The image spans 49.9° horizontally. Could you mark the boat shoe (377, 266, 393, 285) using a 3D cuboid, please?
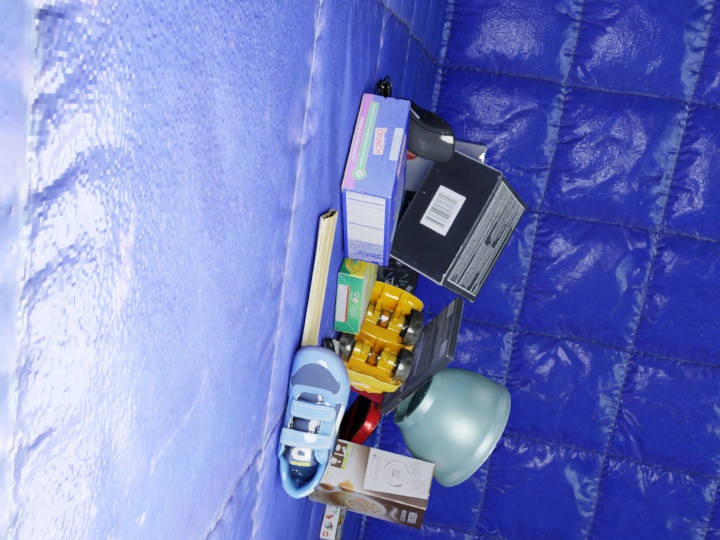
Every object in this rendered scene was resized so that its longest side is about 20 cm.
[{"bbox_3d":[0.037,0.053,1.667,0.075,0.061,0.201,85,16,-63],"label":"boat shoe"}]

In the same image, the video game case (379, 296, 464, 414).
[{"bbox_3d":[0.106,0.149,1.343,0.200,0.019,0.143,-48,-164,40],"label":"video game case"}]

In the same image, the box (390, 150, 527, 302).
[{"bbox_3d":[0.164,-0.071,1.296,0.201,0.123,0.198,-60,153,2],"label":"box"}]

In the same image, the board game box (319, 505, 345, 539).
[{"bbox_3d":[-0.059,0.565,1.744,0.200,0.034,0.127,90,11,-59],"label":"board game box"}]

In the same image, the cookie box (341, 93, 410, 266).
[{"bbox_3d":[0.024,-0.131,1.160,0.200,0.075,0.172,90,11,-62],"label":"cookie box"}]

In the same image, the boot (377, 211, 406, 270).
[{"bbox_3d":[0.063,-0.032,1.426,0.201,0.131,0.070,94,8,-47],"label":"boot"}]

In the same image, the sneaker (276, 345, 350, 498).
[{"bbox_3d":[-0.058,0.184,0.925,0.082,0.073,0.201,-64,162,-62],"label":"sneaker"}]

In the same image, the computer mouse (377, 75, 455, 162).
[{"bbox_3d":[0.071,-0.207,1.241,0.200,0.046,0.141,47,-33,36],"label":"computer mouse"}]

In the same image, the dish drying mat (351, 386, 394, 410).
[{"bbox_3d":[0.038,0.211,1.471,0.200,0.018,0.077,15,-95,52],"label":"dish drying mat"}]

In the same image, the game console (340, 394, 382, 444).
[{"bbox_3d":[-0.004,0.302,1.540,0.177,0.031,0.200,-57,-175,26],"label":"game console"}]

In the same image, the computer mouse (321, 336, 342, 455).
[{"bbox_3d":[-0.051,0.210,1.134,0.139,0.052,0.201,95,8,-49],"label":"computer mouse"}]

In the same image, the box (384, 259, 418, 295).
[{"bbox_3d":[0.095,-0.049,1.840,0.122,0.105,0.201,-69,167,-64],"label":"box"}]

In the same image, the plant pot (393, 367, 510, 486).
[{"bbox_3d":[0.141,0.246,1.327,0.201,0.134,0.200,-53,-171,12],"label":"plant pot"}]

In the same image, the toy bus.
[{"bbox_3d":[0.014,0.149,1.393,0.192,0.135,0.201,117,-7,-49],"label":"toy bus"}]

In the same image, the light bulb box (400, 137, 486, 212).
[{"bbox_3d":[0.125,-0.161,1.478,0.125,0.199,0.200,-49,149,-77],"label":"light bulb box"}]

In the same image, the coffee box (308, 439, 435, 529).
[{"bbox_3d":[0.016,0.352,1.288,0.115,0.199,0.080,90,15,-56],"label":"coffee box"}]

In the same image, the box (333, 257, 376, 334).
[{"bbox_3d":[0.000,0.000,1.303,0.200,0.048,0.118,-67,166,-56],"label":"box"}]

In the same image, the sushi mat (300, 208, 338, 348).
[{"bbox_3d":[-0.054,0.026,0.974,0.096,0.012,0.201,-58,157,-79],"label":"sushi mat"}]
